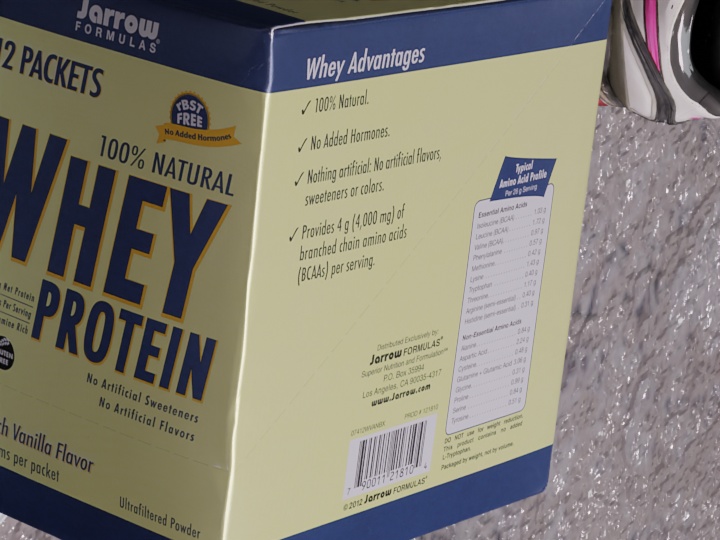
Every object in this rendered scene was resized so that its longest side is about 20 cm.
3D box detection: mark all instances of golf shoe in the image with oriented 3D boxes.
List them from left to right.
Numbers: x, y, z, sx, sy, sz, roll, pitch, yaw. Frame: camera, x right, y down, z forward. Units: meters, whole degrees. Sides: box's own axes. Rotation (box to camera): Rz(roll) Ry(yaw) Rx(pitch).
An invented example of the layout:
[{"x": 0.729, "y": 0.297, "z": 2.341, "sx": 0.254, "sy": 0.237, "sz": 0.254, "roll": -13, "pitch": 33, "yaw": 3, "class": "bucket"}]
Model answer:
[{"x": 0.152, "y": -0.166, "z": 1.297, "sx": 0.072, "sy": 0.092, "sz": 0.201, "roll": -11, "pitch": 112, "yaw": -49, "class": "golf shoe"}]

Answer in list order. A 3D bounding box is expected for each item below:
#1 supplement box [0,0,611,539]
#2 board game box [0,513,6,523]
[{"x": -0.027, "y": -0.013, "z": 1.045, "sx": 0.199, "sy": 0.134, "sz": 0.201, "roll": -13, "pitch": 115, "yaw": -50, "class": "supplement box"}, {"x": -0.130, "y": -0.028, "z": 1.039, "sx": 0.200, "sy": 0.026, "sz": 0.201, "roll": -51, "pitch": 139, "yaw": -27, "class": "board game box"}]
